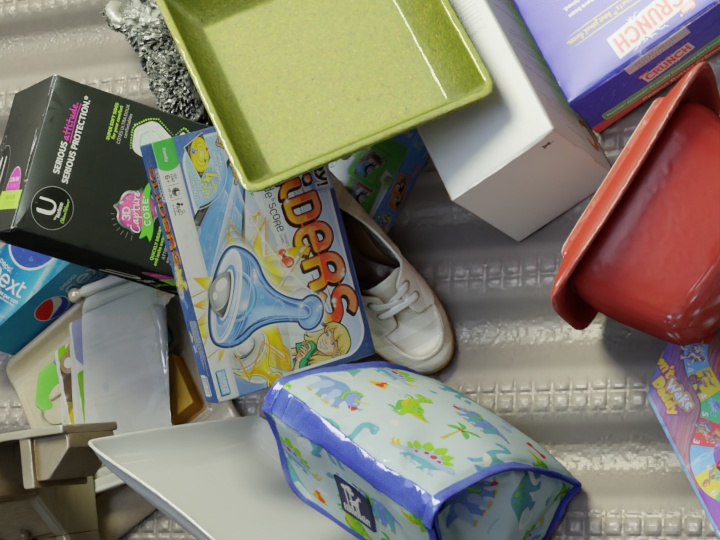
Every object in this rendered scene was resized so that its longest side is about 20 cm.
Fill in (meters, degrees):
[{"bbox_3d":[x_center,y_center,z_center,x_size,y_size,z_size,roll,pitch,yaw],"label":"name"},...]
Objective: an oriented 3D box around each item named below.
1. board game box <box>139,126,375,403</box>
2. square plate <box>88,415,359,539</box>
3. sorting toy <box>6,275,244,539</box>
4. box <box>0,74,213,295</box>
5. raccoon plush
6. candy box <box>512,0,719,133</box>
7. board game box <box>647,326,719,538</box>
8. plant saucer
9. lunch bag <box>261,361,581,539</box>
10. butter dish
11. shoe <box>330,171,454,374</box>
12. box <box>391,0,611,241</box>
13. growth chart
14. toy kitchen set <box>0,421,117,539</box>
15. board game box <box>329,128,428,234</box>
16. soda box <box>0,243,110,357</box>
[{"bbox_3d":[-0.077,-0.014,1.510,0.034,0.135,0.202,-4,102,68],"label":"board game box"},{"bbox_3d":[-0.079,0.176,1.516,0.198,0.199,0.029,33,112,33],"label":"square plate"},{"bbox_3d":[-0.208,0.108,1.699,0.185,0.036,0.201,-39,61,15],"label":"sorting toy"},{"bbox_3d":[-0.182,-0.060,1.567,0.148,0.199,0.125,-2,71,67],"label":"box"},{"bbox_3d":[-0.176,-0.160,1.730,0.133,0.097,0.201,14,83,40],"label":"raccoon plush"},{"bbox_3d":[0.199,-0.239,1.540,0.169,0.077,0.201,-33,61,17],"label":"candy box"},{"bbox_3d":[0.288,0.098,1.413,0.157,0.039,0.201,-33,62,18],"label":"board game box"},{"bbox_3d":[-0.028,-0.161,1.484,0.198,0.048,0.201,-23,63,-7],"label":"plant saucer"},{"bbox_3d":[0.038,0.146,1.450,0.170,0.200,0.128,31,92,32],"label":"lunch bag"},{"bbox_3d":[0.241,-0.020,1.401,0.147,0.200,0.200,33,91,14],"label":"butter dish"},{"bbox_3d":[0.000,0.000,1.569,0.070,0.053,0.200,-39,80,5],"label":"shoe"},{"bbox_3d":[0.096,-0.142,1.544,0.097,0.124,0.201,-34,62,18],"label":"box"},{"bbox_3d":[-0.208,0.091,1.673,0.144,0.018,0.202,-13,68,30],"label":"growth chart"},{"bbox_3d":[-0.259,0.217,1.551,0.162,0.200,0.182,-12,82,28],"label":"toy kitchen set"},{"bbox_3d":[-0.044,-0.054,1.651,0.151,0.037,0.201,28,92,32],"label":"board game box"},{"bbox_3d":[-0.257,-0.013,1.743,0.200,0.068,0.064,-41,60,14],"label":"soda box"}]
